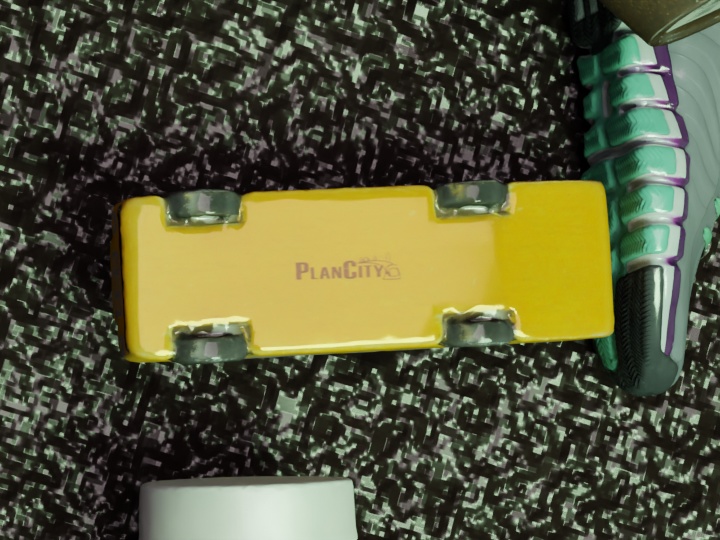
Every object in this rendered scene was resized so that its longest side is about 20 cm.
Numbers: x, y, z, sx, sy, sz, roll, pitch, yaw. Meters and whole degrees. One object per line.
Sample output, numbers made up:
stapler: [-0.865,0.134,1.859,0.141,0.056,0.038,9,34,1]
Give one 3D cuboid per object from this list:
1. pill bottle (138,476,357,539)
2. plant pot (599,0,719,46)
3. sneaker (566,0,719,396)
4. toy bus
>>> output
pill bottle: [-0.041,0.180,0.963,0.111,0.112,0.202,-1,87,-15]
plant pot: [0.104,-0.194,0.967,0.186,0.187,0.201,-25,85,-14]
sneaker: [0.138,-0.050,1.044,0.087,0.074,0.202,-1,87,-19]
toy bus: [0.000,0.000,1.000,0.198,0.078,0.066,-3,89,-15]
